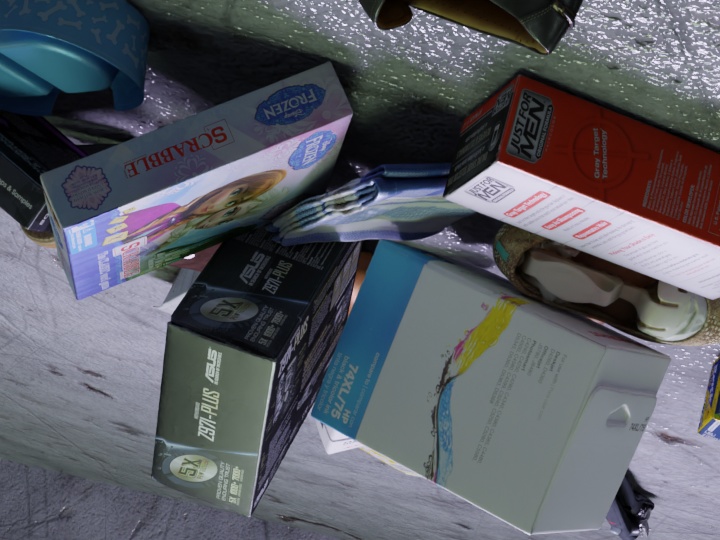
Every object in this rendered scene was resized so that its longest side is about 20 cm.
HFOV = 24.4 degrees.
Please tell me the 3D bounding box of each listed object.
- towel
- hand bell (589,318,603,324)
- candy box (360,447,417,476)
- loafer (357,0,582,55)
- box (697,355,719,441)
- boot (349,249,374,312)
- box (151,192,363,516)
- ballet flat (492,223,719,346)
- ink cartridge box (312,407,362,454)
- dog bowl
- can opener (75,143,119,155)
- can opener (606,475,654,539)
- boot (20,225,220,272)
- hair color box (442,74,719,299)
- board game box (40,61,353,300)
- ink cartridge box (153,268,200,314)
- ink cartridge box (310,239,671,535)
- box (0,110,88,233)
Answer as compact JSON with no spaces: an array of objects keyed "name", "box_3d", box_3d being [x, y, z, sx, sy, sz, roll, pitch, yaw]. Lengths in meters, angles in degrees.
[{"name":"towel","box_3d":[0.035,-0.045,1.162,0.146,0.024,0.200,-3,173,-25]},{"name":"hand bell","box_3d":[0.184,0.042,1.332,0.103,0.105,0.200,18,152,-6]},{"name":"candy box","box_3d":[0.056,0.244,2.238,0.102,0.027,0.200,3,160,34]},{"name":"loafer","box_3d":[0.016,-0.153,0.808,0.199,0.073,0.073,11,165,24]},{"name":"box","box_3d":[0.389,0.126,1.390,0.199,0.071,0.064,16,162,4]},{"name":"boot","box_3d":[0.000,0.000,1.390,0.199,0.077,0.155,12,162,44]},{"name":"box","box_3d":[-0.076,0.054,1.264,0.086,0.200,0.165,19,131,9]},{"name":"ballet flat","box_3d":[0.190,0.018,1.210,0.199,0.071,0.065,16,-159,0]},{"name":"ink cartridge box","box_3d":[0.030,0.105,1.571,0.145,0.085,0.200,-13,168,-7]},{"name":"dog bowl","box_3d":[-0.218,-0.151,1.110,0.199,0.050,0.111,2,159,44]},{"name":"can opener","box_3d":[-0.267,-0.092,1.363,0.198,0.067,0.053,4,166,14]},{"name":"can opener","box_3d":[0.316,0.287,2.043,0.078,0.064,0.200,12,164,20]},{"name":"boot","box_3d":[-0.192,-0.027,1.473,0.199,0.073,0.166,4,162,46]},{"name":"hair color box","box_3d":[0.163,-0.048,1.040,0.199,0.062,0.101,19,165,-13]},{"name":"board game box","box_3d":[-0.111,-0.055,1.125,0.198,0.041,0.200,-23,170,-11]},{"name":"ink cartridge box","box_3d":[-0.115,0.038,1.684,0.159,0.048,0.200,20,170,-14]},{"name":"ink cartridge box","box_3d":[0.099,0.087,1.242,0.199,0.147,0.146,25,-174,29]},{"name":"box","box_3d":[-0.241,-0.076,1.225,0.143,0.036,0.200,38,-174,15]}]
